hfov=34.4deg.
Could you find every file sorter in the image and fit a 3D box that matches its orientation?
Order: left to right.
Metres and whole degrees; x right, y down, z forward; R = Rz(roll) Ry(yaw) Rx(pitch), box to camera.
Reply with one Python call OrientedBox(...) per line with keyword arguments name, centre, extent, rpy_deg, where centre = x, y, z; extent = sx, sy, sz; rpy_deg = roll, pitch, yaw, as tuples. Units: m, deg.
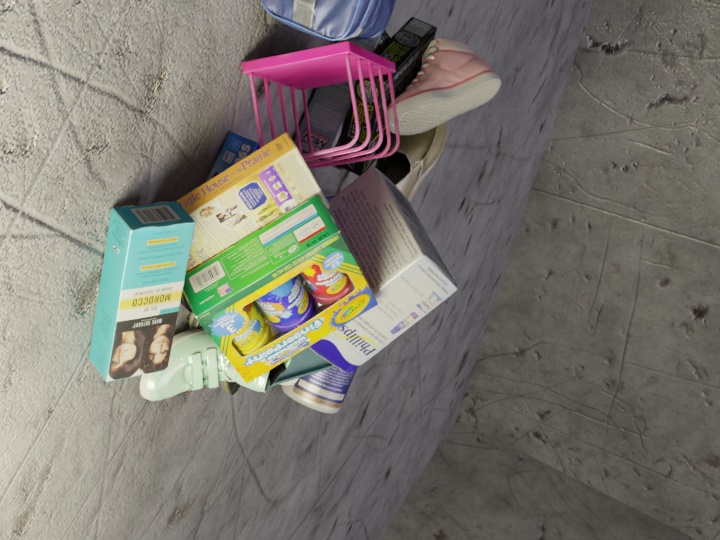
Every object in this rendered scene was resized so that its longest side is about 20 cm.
OrientedBox(name="file sorter", centre=(-0.040, -0.199, 1.455), extent=(0.200, 0.137, 0.127), rpy_deg=(-8, 90, -72))

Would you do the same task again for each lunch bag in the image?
OrientedBox(name="lunch bag", centre=(-0.023, -0.370, 1.341), extent=(0.132, 0.134, 0.202), rpy_deg=(-32, 142, -65))

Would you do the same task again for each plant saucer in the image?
OrientedBox(name="plant saucer", centre=(-0.078, 0.122, 1.778), extent=(0.199, 0.019, 0.071), rpy_deg=(-12, 90, -48))

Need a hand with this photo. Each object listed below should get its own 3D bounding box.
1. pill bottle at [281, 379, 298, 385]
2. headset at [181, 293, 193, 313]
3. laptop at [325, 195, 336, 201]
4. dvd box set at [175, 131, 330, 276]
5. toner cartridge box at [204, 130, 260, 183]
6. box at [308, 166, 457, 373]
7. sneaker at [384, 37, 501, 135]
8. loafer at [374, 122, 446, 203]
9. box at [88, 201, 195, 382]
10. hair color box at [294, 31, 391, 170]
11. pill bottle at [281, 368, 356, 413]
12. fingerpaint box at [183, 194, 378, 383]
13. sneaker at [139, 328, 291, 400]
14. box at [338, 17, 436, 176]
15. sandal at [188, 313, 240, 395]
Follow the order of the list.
OrientedBox(name="pill bottle", centre=(-0.086, 0.091, 1.883), extent=(0.200, 0.111, 0.113), rpy_deg=(-51, 160, -41))
OrientedBox(name="headset", centre=(-0.179, -0.001, 1.533), extent=(0.124, 0.094, 0.199), rpy_deg=(-56, 150, 6))
OrientedBox(name="laptop", centre=(-0.040, -0.003, 1.711), extent=(0.200, 0.115, 0.190), rpy_deg=(-37, 128, -51))
OrientedBox(name="dvd box set", centre=(-0.143, -0.066, 1.369), extent=(0.199, 0.030, 0.147), rpy_deg=(-32, 150, 0))
OrientedBox(name="toner cartridge box", centre=(-0.144, -0.103, 1.515), extent=(0.096, 0.043, 0.200), rpy_deg=(-65, 165, -6))
OrientedBox(name="box", centre=(0.000, 0.000, 1.580), extent=(0.199, 0.185, 0.105), rpy_deg=(-37, 139, 12))
OrientedBox(name="sneaker", centre=(0.097, -0.268, 1.663), extent=(0.199, 0.105, 0.076), rpy_deg=(-24, 158, -27))
OrientedBox(name="loafer", centre=(0.066, -0.164, 1.685), extent=(0.202, 0.075, 0.068), rpy_deg=(-67, 154, -17))
OrientedBox(name="box", centre=(-0.245, 0.024, 1.294), extent=(0.082, 0.049, 0.202), rpy_deg=(-10, 128, -37))
OrientedBox(name="hair color box", centre=(-0.021, -0.254, 1.671), extent=(0.202, 0.060, 0.099), rpy_deg=(-66, 166, 2))
OrientedBox(name="pill bottle", centre=(-0.053, 0.141, 2.064), extent=(0.202, 0.115, 0.116), rpy_deg=(-67, 165, 6))
OrientedBox(name="fingerpaint box", centre=(-0.096, 0.027, 1.424), extent=(0.198, 0.074, 0.167), rpy_deg=(-30, 143, -2))
OrientedBox(name="sneaker", centre=(-0.184, 0.128, 1.519), extent=(0.199, 0.118, 0.075), rpy_deg=(-28, 133, -34))
OrientedBox(name="box", centre=(0.039, -0.253, 1.679), extent=(0.200, 0.044, 0.161), rpy_deg=(-53, 164, -47))
OrientedBox(name="sandal", centre=(-0.197, 0.100, 1.639), extent=(0.080, 0.057, 0.202), rpy_deg=(-52, 146, -24))
